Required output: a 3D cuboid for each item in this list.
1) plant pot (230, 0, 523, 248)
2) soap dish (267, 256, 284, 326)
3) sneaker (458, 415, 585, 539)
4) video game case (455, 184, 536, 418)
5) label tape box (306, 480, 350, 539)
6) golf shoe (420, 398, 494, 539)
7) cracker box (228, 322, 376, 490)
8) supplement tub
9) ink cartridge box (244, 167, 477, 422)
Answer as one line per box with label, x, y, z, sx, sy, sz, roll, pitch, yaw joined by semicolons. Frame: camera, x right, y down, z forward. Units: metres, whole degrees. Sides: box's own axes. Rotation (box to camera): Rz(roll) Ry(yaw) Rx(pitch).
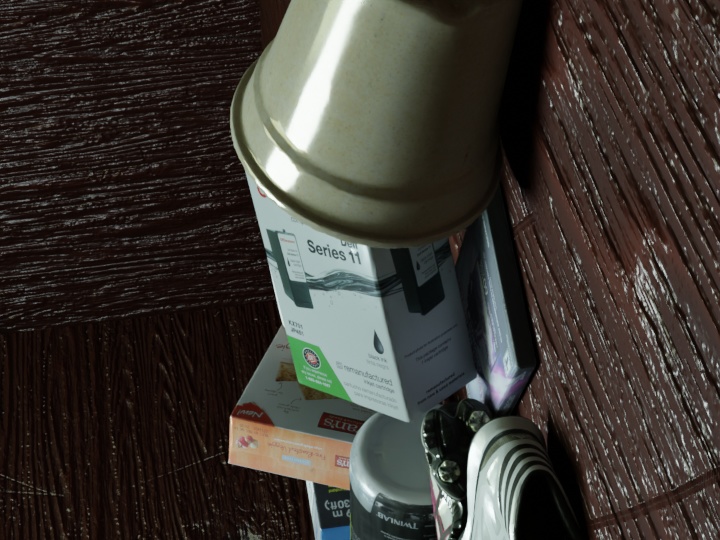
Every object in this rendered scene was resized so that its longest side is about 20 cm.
plant pot;0.026;-0.151;0.965;0.184;0.198;0.202;110;154;-50
soap dish;-0.011;-0.039;1.423;0.201;0.081;0.158;-57;29;28
sneaker;0.107;0.213;0.995;0.116;0.075;0.203;-110;17;-70
video game case;0.099;0.041;1.135;0.200;0.019;0.144;101;161;-66
label tape box;0.024;0.226;1.422;0.064;0.142;0.202;97;164;-55
golf shoe;0.093;0.202;1.124;0.088;0.076;0.202;88;175;-76
cracker box;-0.034;0.121;1.397;0.200;0.132;0.058;-64;-18;-58
supplement tub;0.050;0.223;1.283;0.123;0.121;0.201;-104;10;-46
ink cartridge box;0.000;0.000;1.148;0.146;0.083;0.202;14;125;48
